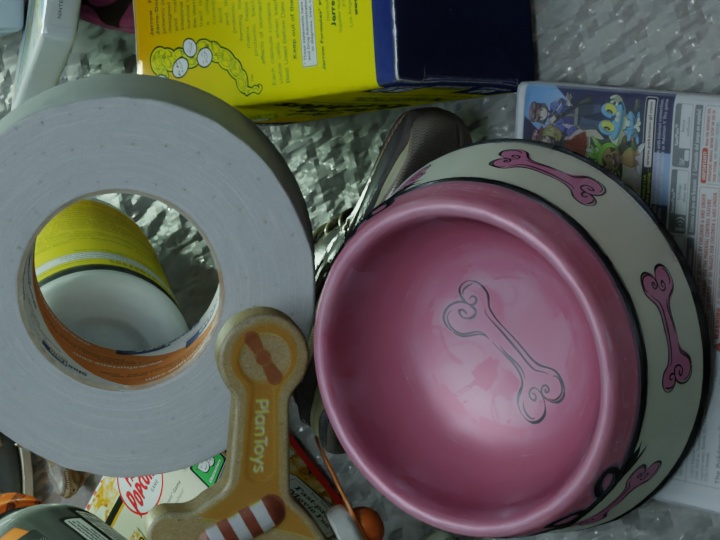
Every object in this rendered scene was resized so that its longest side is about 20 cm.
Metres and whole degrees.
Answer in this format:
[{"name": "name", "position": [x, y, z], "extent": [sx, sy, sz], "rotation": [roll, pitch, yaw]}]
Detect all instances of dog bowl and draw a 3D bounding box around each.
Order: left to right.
[{"name": "dog bowl", "position": [0.064, 0.040, 1.142], "extent": [0.199, 0.074, 0.201], "rotation": [8, 105, 30]}]

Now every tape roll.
[{"name": "tape roll", "position": [-0.122, 0.002, 1.218], "extent": [0.066, 0.199, 0.201], "rotation": [-95, 17, -76]}]

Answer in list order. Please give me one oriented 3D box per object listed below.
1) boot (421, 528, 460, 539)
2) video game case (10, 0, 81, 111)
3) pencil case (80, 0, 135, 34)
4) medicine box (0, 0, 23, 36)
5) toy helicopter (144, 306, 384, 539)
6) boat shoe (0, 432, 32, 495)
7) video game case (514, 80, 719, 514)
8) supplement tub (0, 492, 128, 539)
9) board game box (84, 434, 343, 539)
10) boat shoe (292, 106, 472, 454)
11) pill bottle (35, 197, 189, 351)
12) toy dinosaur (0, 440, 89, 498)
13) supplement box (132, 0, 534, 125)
[{"name": "boot", "position": [0.084, 0.181, 1.195], "extent": [0.155, 0.072, 0.201], "rotation": [48, 126, 34]}, {"name": "video game case", "position": [-0.176, -0.195, 1.372], "extent": [0.200, 0.022, 0.183], "rotation": [142, 134, -72]}, {"name": "pencil case", "position": [-0.114, -0.232, 1.360], "extent": [0.094, 0.090, 0.201], "rotation": [31, 116, 45]}, {"name": "medicine box", "position": [-0.283, -0.241, 1.475], "extent": [0.182, 0.102, 0.201], "rotation": [-179, 87, -68]}, {"name": "toy helicopter", "position": [-0.043, 0.116, 1.192], "extent": [0.079, 0.131, 0.201], "rotation": [-122, 34, -70]}, {"name": "boat shoe", "position": [-0.264, 0.094, 1.529], "extent": [0.073, 0.062, 0.201], "rotation": [-19, 79, 44]}, {"name": "video game case", "position": [0.145, 0.012, 1.160], "extent": [0.182, 0.023, 0.201], "rotation": [9, 99, 44]}, {"name": "supplement tub", "position": [-0.155, 0.211, 1.331], "extent": [0.200, 0.122, 0.123], "rotation": [28, 111, 41]}, {"name": "board game box", "position": [-0.075, 0.166, 1.368], "extent": [0.200, 0.046, 0.152], "rotation": [50, 124, 31]}, {"name": "boat shoe", "position": [0.000, 0.000, 1.267], "extent": [0.073, 0.074, 0.201], "rotation": [35, 114, 38]}, {"name": "pill bottle", "position": [-0.165, 0.022, 1.366], "extent": [0.200, 0.111, 0.113], "rotation": [-123, 46, -65]}, {"name": "toy dinosaur", "position": [-0.224, 0.048, 1.488], "extent": [0.060, 0.106, 0.201], "rotation": [-9, 92, 52]}, {"name": "supplement box", "position": [-0.018, -0.140, 1.253], "extent": [0.199, 0.108, 0.110], "rotation": [-4, 89, 45]}]
